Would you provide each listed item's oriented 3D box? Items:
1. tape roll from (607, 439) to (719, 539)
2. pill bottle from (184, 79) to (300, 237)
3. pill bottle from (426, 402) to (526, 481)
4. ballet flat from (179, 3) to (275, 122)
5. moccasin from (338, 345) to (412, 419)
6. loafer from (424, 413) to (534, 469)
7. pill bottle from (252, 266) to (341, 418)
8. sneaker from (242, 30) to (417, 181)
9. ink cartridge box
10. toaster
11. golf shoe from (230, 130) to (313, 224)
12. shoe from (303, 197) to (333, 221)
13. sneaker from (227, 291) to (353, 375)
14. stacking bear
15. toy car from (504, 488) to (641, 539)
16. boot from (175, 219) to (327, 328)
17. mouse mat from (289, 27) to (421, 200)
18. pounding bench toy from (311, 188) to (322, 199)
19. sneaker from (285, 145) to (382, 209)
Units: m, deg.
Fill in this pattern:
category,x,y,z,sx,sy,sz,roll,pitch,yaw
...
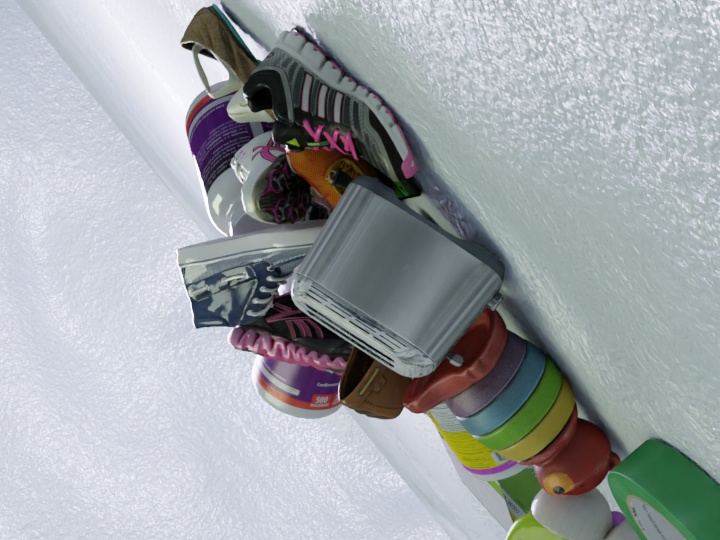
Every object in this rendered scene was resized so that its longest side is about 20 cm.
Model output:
category,x,y,z,sx,sy,sz,roll,pitch,yaw
tape roll,0.299,0.239,1.457,0.201,0.048,0.200,50,172,10
pill bottle,-0.124,-0.111,1.832,0.113,0.112,0.200,60,-172,-47
pill bottle,0.113,0.123,1.770,0.200,0.104,0.104,57,170,-29
ballet flat,-0.127,-0.203,1.766,0.200,0.072,0.068,47,180,26
moccasin,0.025,0.041,1.620,0.078,0.202,0.074,24,172,-31
loafer,0.147,0.167,1.903,0.200,0.070,0.070,36,164,-37
pill bottle,-0.046,0.059,1.863,0.112,0.112,0.201,45,130,35
sneaker,-0.033,-0.132,1.505,0.200,0.087,0.074,43,168,27
ink cartridge box,0.173,0.242,2.059,0.148,0.076,0.200,46,169,35
toaster,0.024,0.006,1.514,0.200,0.129,0.114,33,170,5
golf shoe,-0.091,-0.094,1.677,0.200,0.092,0.073,-55,-39,-66
shoe,0.000,0.000,1.724,0.091,0.072,0.200,15,-147,-28
sneaker,-0.046,0.055,1.741,0.199,0.096,0.079,11,170,29
stacking bear,0.159,0.139,1.591,0.200,0.114,0.121,43,131,-14
toy car,0.247,0.302,1.687,0.199,0.176,0.150,24,-157,23
boot,-0.097,0.005,1.715,0.199,0.073,0.091,-9,96,34
mouse mat,-0.015,-0.149,1.637,0.200,0.008,0.161,51,172,-6
pounding bench toy,-0.063,-0.026,1.990,0.156,0.124,0.200,50,172,22
sneaker,-0.008,-0.090,1.627,0.077,0.073,0.200,40,177,37
